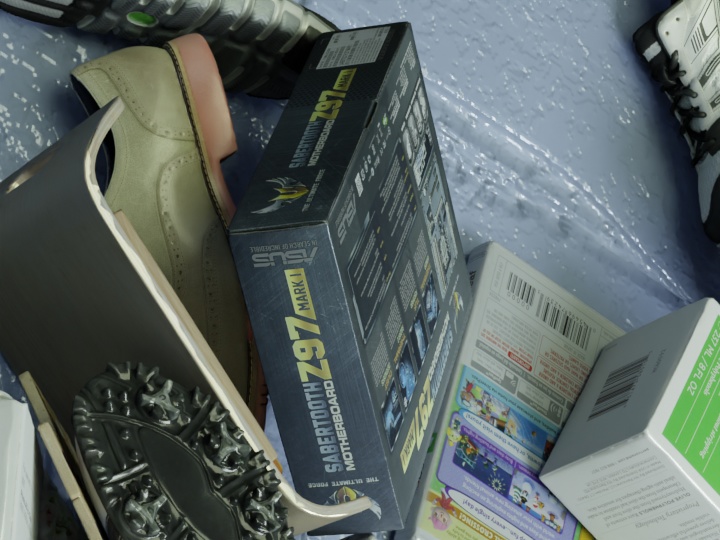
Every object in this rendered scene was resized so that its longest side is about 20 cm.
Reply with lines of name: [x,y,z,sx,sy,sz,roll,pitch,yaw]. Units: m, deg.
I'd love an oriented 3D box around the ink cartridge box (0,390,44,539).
ink cartridge box: [-0.201,0.149,0.971,0.144,0.088,0.201,2,67,0]

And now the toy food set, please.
toy food set: [-0.085,0.035,1.112,0.060,0.143,0.201,-36,96,-34]

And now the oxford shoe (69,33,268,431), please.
oxford shoe: [-0.088,-0.007,1.198,0.073,0.071,0.201,-10,78,-15]

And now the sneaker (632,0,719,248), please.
sneaker: [0.193,-0.107,1.466,0.087,0.076,0.201,9,68,-11]

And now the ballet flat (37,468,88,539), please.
ballet flat: [-0.129,0.156,1.086,0.064,0.075,0.201,-16,91,-51]

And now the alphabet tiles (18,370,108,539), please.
alphabet tiles: [-0.090,0.142,1.058,0.006,0.167,0.201,-25,72,-5]

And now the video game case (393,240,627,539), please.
video game case: [0.115,0.109,1.332,0.200,0.022,0.183,34,53,-25]

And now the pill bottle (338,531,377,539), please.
pill bottle: [0.020,0.224,1.142,0.119,0.119,0.201,-37,96,-42]

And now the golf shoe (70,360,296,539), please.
golf shoe: [-0.059,0.131,1.043,0.078,0.094,0.200,-37,91,-38]

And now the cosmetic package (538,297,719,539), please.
cosmetic package: [0.197,0.127,1.322,0.200,0.085,0.108,45,47,-16]

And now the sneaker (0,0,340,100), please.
sneaker: [-0.086,-0.162,1.247,0.199,0.075,0.116,18,59,-32]

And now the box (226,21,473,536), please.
box: [0.000,0.000,1.179,0.200,0.051,0.158,-69,148,-57]
